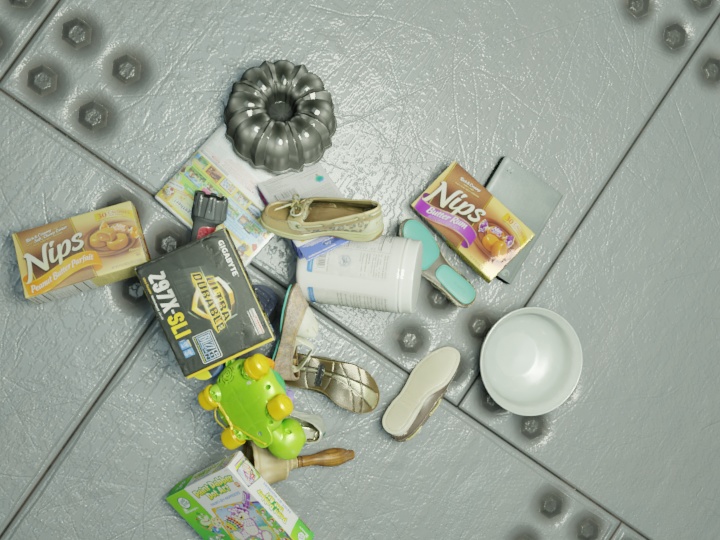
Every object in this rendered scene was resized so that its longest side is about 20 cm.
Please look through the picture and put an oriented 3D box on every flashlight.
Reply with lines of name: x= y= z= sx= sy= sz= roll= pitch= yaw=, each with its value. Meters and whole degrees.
flashlight: x=-0.264 y=-0.030 z=1.139 sx=0.067 sy=0.068 sz=0.201 roll=7 pitch=104 yaw=-29

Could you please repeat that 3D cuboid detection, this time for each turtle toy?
turtle toy: x=-0.166 y=0.231 z=1.113 sx=0.145 sy=0.101 sz=0.200 roll=-34 pitch=85 yaw=20

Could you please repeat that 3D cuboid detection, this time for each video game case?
video game case: x=-0.227 y=-0.128 z=1.181 sx=0.200 sy=0.023 sz=0.182 roll=43 pitch=86 yaw=-10

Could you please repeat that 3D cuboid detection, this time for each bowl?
bowl: x=0.305 y=0.164 z=1.253 sx=0.200 sy=0.090 sz=0.202 roll=-1 pitch=93 yaw=-10

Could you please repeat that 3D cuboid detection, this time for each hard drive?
hard drive: x=0.275 y=-0.094 z=1.263 sx=0.139 sy=0.033 sz=0.201 roll=32 pitch=88 yaw=-10

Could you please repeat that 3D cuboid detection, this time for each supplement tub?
supplement tub: x=0.000 y=0.000 z=1.144 sx=0.199 sy=0.132 sz=0.133 roll=8 pitch=92 yaw=10

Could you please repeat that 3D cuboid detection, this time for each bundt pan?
bundt pan: x=-0.136 y=-0.271 z=1.136 sx=0.201 sy=0.076 sz=0.203 roll=2 pitch=78 yaw=-7

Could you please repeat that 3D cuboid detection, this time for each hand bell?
hand bell: x=-0.106 y=0.347 z=1.208 sx=0.199 sy=0.104 sz=0.105 roll=0 pitch=93 yaw=-23

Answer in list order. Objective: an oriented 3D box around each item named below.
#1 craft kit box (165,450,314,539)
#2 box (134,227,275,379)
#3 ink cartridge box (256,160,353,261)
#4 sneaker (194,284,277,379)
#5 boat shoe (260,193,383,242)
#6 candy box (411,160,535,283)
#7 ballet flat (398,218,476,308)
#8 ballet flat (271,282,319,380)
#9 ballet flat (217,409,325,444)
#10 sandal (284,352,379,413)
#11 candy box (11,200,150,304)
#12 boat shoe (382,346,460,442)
craft kit box: x=-0.210 y=0.422 z=1.144 sx=0.200 sy=0.049 sz=0.198 roll=-34 pitch=97 yaw=35
box: x=-0.251 y=0.053 z=1.088 sx=0.159 sy=0.049 sz=0.201 roll=-24 pitch=94 yaw=-2
ink cartridge box: x=-0.080 y=-0.096 z=1.118 sx=0.119 sy=0.042 sz=0.200 roll=-25 pitch=53 yaw=-15
sneaker: x=-0.225 y=0.108 z=1.171 sx=0.074 sy=0.082 sz=0.200 roll=39 pitch=76 yaw=12
boat shoe: x=-0.062 y=-0.091 z=1.049 sx=0.199 sy=0.063 sz=0.074 roll=2 pitch=52 yaw=5
candy box: x=0.202 y=-0.088 z=1.206 sx=0.117 sy=0.056 sz=0.200 roll=-45 pitch=81 yaw=0
ballet flat: x=0.131 y=-0.007 z=1.221 sx=0.068 sy=0.075 sz=0.200 roll=-44 pitch=96 yaw=-17
ballet flat: x=-0.108 y=0.110 z=1.137 sx=0.067 sy=0.068 sz=0.201 roll=17 pitch=124 yaw=1
ballet flat: x=-0.157 y=0.274 z=1.192 sx=0.199 sy=0.069 sz=0.070 roll=12 pitch=91 yaw=-10
sandal: x=-0.059 y=0.199 z=1.216 sx=0.199 sy=0.054 sz=0.081 roll=17 pitch=84 yaw=4
candy box: x=-0.463 y=-0.030 z=1.113 sx=0.199 sy=0.055 sz=0.116 roll=-18 pitch=75 yaw=-8
boat shoe: x=0.120 y=0.231 z=1.240 sx=0.200 sy=0.072 sz=0.060 roll=-50 pitch=141 yaw=-16
